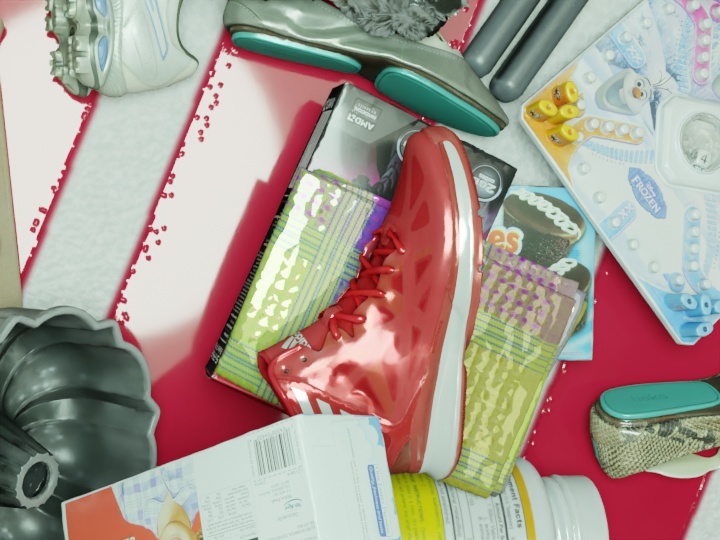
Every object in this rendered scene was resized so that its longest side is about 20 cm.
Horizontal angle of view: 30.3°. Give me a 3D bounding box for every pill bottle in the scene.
[{"bbox_3d":[0.053,0.176,0.852,0.199,0.109,0.110,-1,93,-12],"label":"pill bottle"}]

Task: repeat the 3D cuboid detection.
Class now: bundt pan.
[{"bbox_3d":[-0.211,0.111,0.773,0.201,0.075,0.203,-25,121,-50],"label":"bundt pan"}]

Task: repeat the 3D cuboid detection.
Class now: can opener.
[{"bbox_3d":[0.142,-0.204,0.877,0.053,0.067,0.201,36,84,-10],"label":"can opener"}]

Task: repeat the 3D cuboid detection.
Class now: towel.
[{"bbox_3d":[0.028,0.039,0.798,0.199,0.023,0.144,24,90,-11],"label":"towel"}]

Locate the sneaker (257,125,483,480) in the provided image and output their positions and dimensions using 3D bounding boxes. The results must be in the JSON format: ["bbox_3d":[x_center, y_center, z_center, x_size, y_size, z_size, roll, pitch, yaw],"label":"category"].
[{"bbox_3d":[0.002,0.019,0.742,0.115,0.078,0.202,1,92,-12],"label":"sneaker"}]

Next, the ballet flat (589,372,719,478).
[{"bbox_3d":[0.255,0.102,0.922,0.199,0.068,0.076,-13,117,-5],"label":"ballet flat"}]

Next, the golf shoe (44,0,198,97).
[{"bbox_3d":[-0.145,-0.209,0.826,0.097,0.078,0.202,-4,99,-28],"label":"golf shoe"}]

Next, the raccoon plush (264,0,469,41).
[{"bbox_3d":[-0.001,-0.231,0.818,0.199,0.097,0.135,15,51,-12],"label":"raccoon plush"}]

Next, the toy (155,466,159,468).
[{"bbox_3d":[-0.063,0.208,0.785,0.047,0.199,0.116,-21,125,-48],"label":"toy"}]

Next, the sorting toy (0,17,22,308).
[{"bbox_3d":[-0.261,-0.051,0.755,0.036,0.185,0.202,1,95,20],"label":"sorting toy"}]

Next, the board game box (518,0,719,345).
[{"bbox_3d":[0.233,-0.087,0.902,0.200,0.026,0.200,-40,99,-19],"label":"board game box"}]

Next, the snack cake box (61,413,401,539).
[{"bbox_3d":[-0.072,0.159,0.720,0.067,0.199,0.116,8,65,-49],"label":"snack cake box"}]

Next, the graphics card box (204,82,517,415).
[{"bbox_3d":[0.000,0.000,0.827,0.125,0.051,0.201,26,87,-11],"label":"graphics card box"}]

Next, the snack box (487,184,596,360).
[{"bbox_3d":[0.057,0.000,0.883,0.199,0.037,0.117,1,92,-11],"label":"snack box"}]

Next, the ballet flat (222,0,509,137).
[{"bbox_3d":[0.012,-0.147,0.854,0.199,0.067,0.064,19,82,-12],"label":"ballet flat"}]
